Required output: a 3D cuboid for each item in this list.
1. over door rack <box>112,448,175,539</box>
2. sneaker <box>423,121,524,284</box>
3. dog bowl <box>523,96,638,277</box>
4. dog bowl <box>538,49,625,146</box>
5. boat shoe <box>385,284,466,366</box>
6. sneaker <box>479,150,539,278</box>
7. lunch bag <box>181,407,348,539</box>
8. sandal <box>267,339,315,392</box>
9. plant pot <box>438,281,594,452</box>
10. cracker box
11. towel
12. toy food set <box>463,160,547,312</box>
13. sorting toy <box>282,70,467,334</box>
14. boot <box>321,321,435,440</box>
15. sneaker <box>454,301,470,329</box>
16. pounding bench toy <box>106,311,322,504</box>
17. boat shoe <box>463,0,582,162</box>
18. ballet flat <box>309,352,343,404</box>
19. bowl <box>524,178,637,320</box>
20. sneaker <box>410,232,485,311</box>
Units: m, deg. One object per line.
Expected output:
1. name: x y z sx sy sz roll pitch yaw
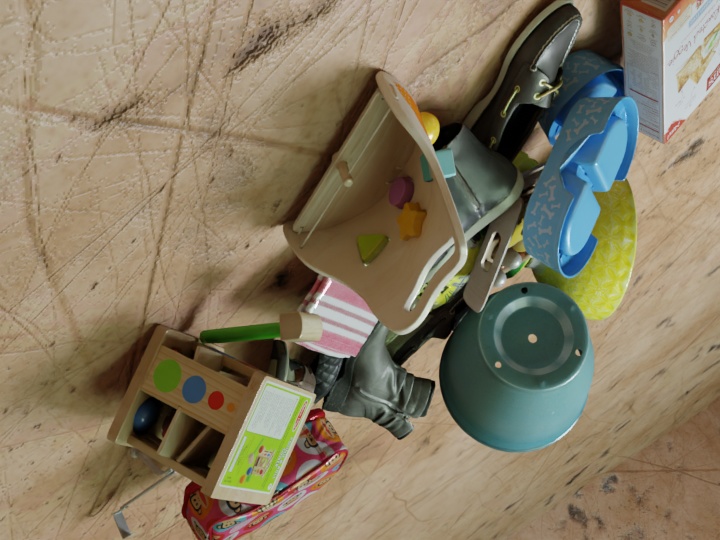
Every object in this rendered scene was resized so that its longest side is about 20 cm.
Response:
1. over door rack: -0.212 0.233 1.325 0.147 0.067 0.200 -16 153 -41
2. sneaker: 0.064 -0.066 1.147 0.200 0.075 0.106 -43 120 16
3. dog bowl: 0.232 -0.094 1.158 0.202 0.049 0.111 -64 148 -10
4. dog bowl: 0.264 -0.195 1.260 0.112 0.050 0.199 -49 154 23
5. boat shoe: 0.093 0.061 1.425 0.199 0.065 0.073 -38 -172 13
6. sneaker: 0.168 -0.062 1.336 0.083 0.074 0.201 -30 146 -22
7. lunch bag: -0.116 0.259 1.320 0.199 0.082 0.177 -27 160 -23
8. sandal: -0.080 0.137 1.313 0.057 0.081 0.201 6 162 6
9. plant pot: 0.200 0.106 1.357 0.199 0.201 0.188 -33 162 -11
10. cracker box: 0.346 -0.253 1.189 0.134 0.057 0.201 -48 149 -15
11. towel: 0.000 0.000 1.204 0.201 0.030 0.146 -60 152 2
12. toy food set: 0.200 -0.043 1.244 0.199 0.060 0.145 -27 142 -51
13. sorting toy: 0.036 -0.044 1.024 0.106 0.181 0.201 8 132 -35
14. boot: 0.039 0.125 1.389 0.129 0.068 0.201 19 129 -8
15. sneaker: 0.163 0.075 1.536 0.079 0.096 0.200 -40 155 8
16. pounding bench toy: -0.141 0.111 1.123 0.202 0.155 0.124 -65 154 -4
17. boat shoe: 0.174 -0.186 1.134 0.071 0.061 0.202 -13 145 -44
18. ballet flat: -0.047 0.098 1.352 0.056 0.067 0.201 15 138 -6
19. bowl: 0.264 -0.040 1.411 0.106 0.202 0.201 5 142 -12
20. sneaker: 0.100 0.001 1.283 0.077 0.075 0.200 -60 173 -19
